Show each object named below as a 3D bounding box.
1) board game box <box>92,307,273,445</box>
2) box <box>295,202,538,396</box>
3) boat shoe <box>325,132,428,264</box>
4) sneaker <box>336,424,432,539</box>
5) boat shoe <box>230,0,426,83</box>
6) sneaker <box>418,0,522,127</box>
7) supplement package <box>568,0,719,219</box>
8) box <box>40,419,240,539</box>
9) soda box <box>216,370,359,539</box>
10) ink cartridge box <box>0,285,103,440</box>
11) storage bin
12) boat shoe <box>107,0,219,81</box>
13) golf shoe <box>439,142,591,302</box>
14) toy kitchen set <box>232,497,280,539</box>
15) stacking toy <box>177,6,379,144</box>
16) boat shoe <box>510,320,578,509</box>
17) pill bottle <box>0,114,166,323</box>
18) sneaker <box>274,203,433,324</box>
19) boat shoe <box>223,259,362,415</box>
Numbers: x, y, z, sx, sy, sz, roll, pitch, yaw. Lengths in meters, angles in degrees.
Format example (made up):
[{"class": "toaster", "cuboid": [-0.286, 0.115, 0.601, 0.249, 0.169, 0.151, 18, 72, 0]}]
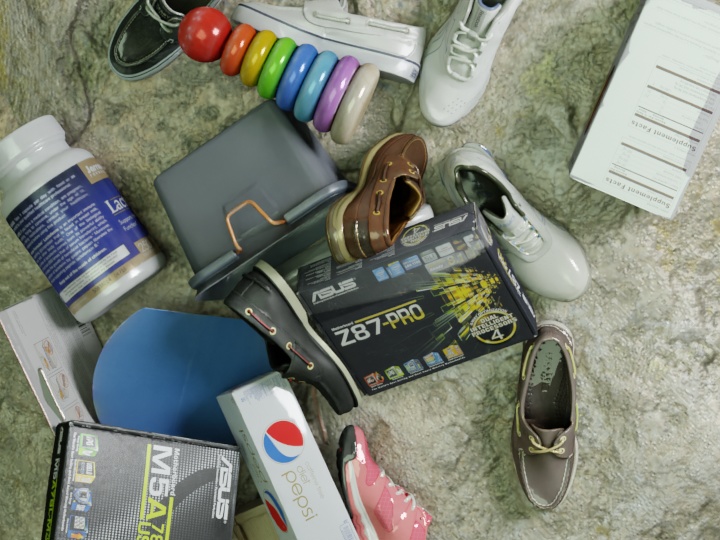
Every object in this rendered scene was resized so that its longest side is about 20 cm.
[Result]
[{"class": "board game box", "cuboid": [-0.190, 0.111, 1.524, 0.199, 0.039, 0.159, 8, 110, -24]}, {"class": "box", "cuboid": [0.058, 0.032, 1.443, 0.199, 0.049, 0.162, -20, 125, 17]}, {"class": "boat shoe", "cuboid": [0.033, -0.073, 1.402, 0.067, 0.200, 0.072, -4, 121, 27]}, {"class": "sneaker", "cuboid": [0.030, 0.254, 1.526, 0.086, 0.074, 0.201, -16, 99, -4]}, {"class": "boat shoe", "cuboid": [-0.031, -0.248, 1.449, 0.199, 0.072, 0.066, 18, 90, 9]}, {"class": "sneaker", "cuboid": [0.109, -0.236, 1.418, 0.074, 0.087, 0.201, 24, 103, 3]}, {"class": "supplement package", "cuboid": [0.289, -0.166, 1.384, 0.109, 0.114, 0.201, 23, 101, 4]}, {"class": "box", "cuboid": [-0.219, 0.261, 1.416, 0.192, 0.047, 0.201, 14, 73, -29]}, {"class": "soda box", "cuboid": [-0.076, 0.207, 1.494, 0.063, 0.068, 0.201, -24, 91, -22]}, {"class": "ink cartridge box", "cuboid": [-0.314, 0.122, 1.496, 0.045, 0.176, 0.201, -23, 94, 17]}, {"class": "storage bin", "cuboid": [-0.113, -0.076, 1.461, 0.199, 0.145, 0.135, -34, 82, 12]}, {"class": "boat shoe", "cuboid": [-0.193, -0.274, 1.469, 0.200, 0.071, 0.072, -44, 90, 13]}, {"class": "golf shoe", "cuboid": [0.152, -0.040, 1.436, 0.200, 0.097, 0.078, 44, 101, -1]}, {"class": "toy kitchen set", "cuboid": [-0.149, 0.363, 1.506, 0.199, 0.180, 0.164, -24, 95, 11]}, {"class": "stacking toy", "cuboid": [-0.085, -0.203, 1.406, 0.199, 0.085, 0.086, 26, 102, 1]}, {"class": "boat shoe", "cuboid": [0.192, 0.155, 1.478, 0.071, 0.060, 0.201, 3, 99, 8]}, {"class": "pill bottle", "cuboid": [-0.304, -0.055, 1.499, 0.115, 0.116, 0.200, -35, 92, 13]}, {"class": "sneaker", "cuboid": [0.000, 0.000, 1.489, 0.199, 0.075, 0.089, -28, 107, 17]}, {"class": "boat shoe", "cuboid": [-0.068, 0.080, 1.456, 0.063, 0.074, 0.202, -44, 123, -14]}]
